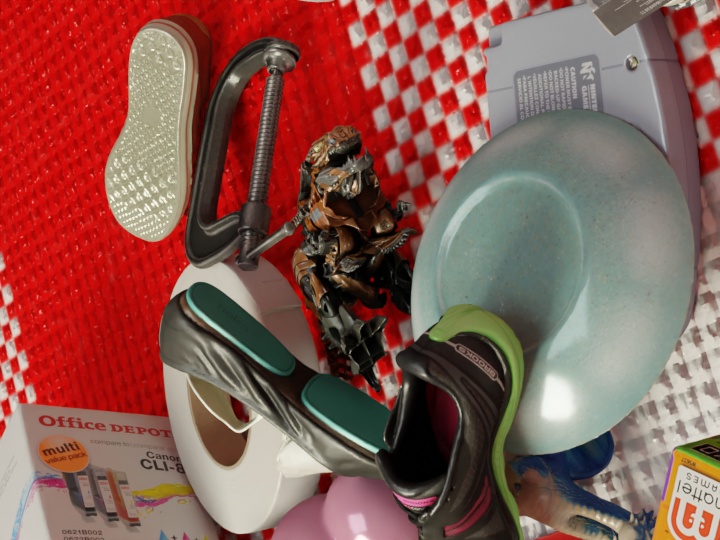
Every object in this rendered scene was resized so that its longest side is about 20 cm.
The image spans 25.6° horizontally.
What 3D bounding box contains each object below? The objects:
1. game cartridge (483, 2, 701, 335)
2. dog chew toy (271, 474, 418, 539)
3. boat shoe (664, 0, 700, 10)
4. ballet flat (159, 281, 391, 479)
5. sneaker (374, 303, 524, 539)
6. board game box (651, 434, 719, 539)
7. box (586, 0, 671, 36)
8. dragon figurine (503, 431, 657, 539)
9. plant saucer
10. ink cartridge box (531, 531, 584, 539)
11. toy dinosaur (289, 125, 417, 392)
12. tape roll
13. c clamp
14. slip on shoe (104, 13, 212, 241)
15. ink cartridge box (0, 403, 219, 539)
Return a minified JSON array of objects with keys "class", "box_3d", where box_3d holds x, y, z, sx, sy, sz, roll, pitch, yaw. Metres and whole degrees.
[{"class":"game cartridge","box_3d":[0.137,-0.055,0.936,0.133,0.040,0.203,-5,90,50]},{"class":"dog chew toy","box_3d":[-0.018,0.209,1.067,0.125,0.124,0.201,49,118,32]},{"class":"boat shoe","box_3d":[0.135,-0.217,0.903,0.200,0.061,0.075,42,120,33]},{"class":"ballet flat","box_3d":[-0.048,0.087,1.029,0.199,0.068,0.069,37,116,8]},{"class":"sneaker","box_3d":[0.043,0.118,0.873,0.076,0.083,0.202,18,119,46]},{"class":"board game box","box_3d":[0.256,0.192,0.714,0.199,0.199,0.202,23,111,42]},{"class":"box","box_3d":[0.174,-0.243,0.813,0.199,0.050,0.159,-32,70,17]},{"class":"dragon figurine","box_3d":[0.112,0.111,0.958,0.059,0.098,0.201,-63,33,33]},{"class":"plant saucer","box_3d":[0.094,0.002,0.898,0.200,0.038,0.203,-13,71,40]},{"class":"ink cartridge box","box_3d":[0.110,0.271,0.971,0.116,0.067,0.202,-31,71,43]},{"class":"toy dinosaur","box_3d":[0.000,0.000,1.051,0.136,0.102,0.201,46,167,34]},{"class":"tape roll","box_3d":[-0.088,0.088,1.152,0.202,0.037,0.205,21,114,57]},{"class":"c clamp","box_3d":[-0.076,-0.083,1.113,0.171,0.027,0.202,-33,46,52]},{"class":"slip on shoe","box_3d":[-0.150,-0.108,1.219,0.073,0.061,0.202,24,126,14]},{"class":"ink cartridge box","box_3d":[-0.202,0.223,1.202,0.145,0.144,0.201,-61,36,29]}]
